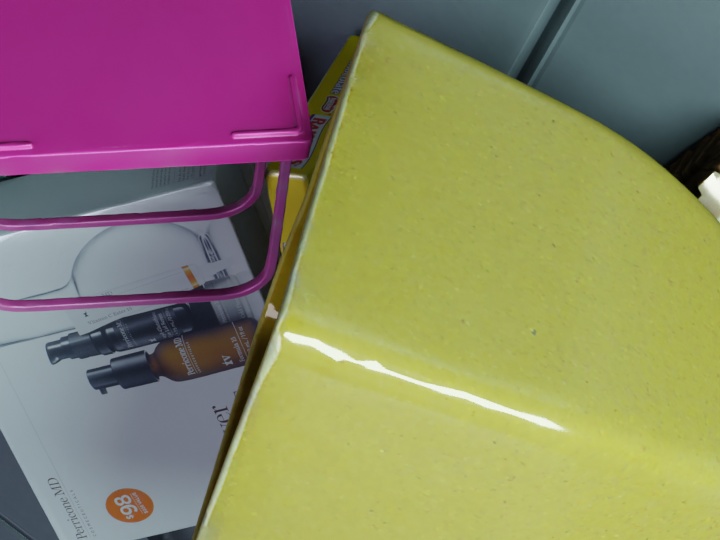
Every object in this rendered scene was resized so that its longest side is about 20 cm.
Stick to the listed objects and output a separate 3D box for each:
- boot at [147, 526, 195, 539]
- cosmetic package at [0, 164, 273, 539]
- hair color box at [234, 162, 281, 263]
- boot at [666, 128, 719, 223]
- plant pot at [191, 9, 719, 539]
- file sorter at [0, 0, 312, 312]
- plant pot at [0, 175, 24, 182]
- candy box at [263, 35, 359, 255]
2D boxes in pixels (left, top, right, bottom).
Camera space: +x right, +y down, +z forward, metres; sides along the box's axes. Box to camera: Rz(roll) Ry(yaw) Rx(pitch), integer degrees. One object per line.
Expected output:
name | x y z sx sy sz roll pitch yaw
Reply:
boot | -0.113 0.072 1.272 0.168 0.076 0.200 44 145 -6
cosmetic package | -0.106 0.038 1.092 0.150 0.052 0.201 -13 126 12
hair color box | -0.073 -0.008 1.127 0.110 0.064 0.201 -11 125 10
boot | 0.138 0.024 1.005 0.107 0.075 0.200 41 143 -10
plant pot | 0.054 0.054 0.903 0.199 0.195 0.196 19 133 -4
file sorter | -0.107 -0.096 0.959 0.138 0.201 0.126 -3 147 -10
plant pot | -0.237 -0.059 1.163 0.187 0.201 0.201 10 136 14
candy box | 0.000 0.000 1.073 0.026 0.102 0.201 10 135 23
